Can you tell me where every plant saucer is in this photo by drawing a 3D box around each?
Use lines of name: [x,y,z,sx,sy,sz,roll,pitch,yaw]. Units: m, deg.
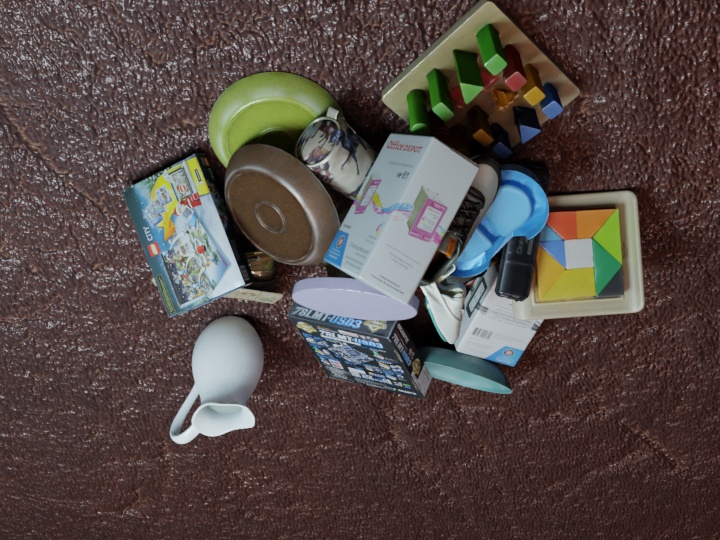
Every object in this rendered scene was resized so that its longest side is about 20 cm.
plant saucer: [-0.118,-0.186,1.247,0.198,0.031,0.201,-1,134,-1]
plant saucer: [-0.119,-0.082,1.237,0.199,0.035,0.202,23,138,22]
plant saucer: [0.171,0.170,1.534,0.198,0.036,0.200,16,168,4]

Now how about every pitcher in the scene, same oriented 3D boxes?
pitcher: [-0.245,0.186,1.476,0.170,0.201,0.121,-25,130,21]

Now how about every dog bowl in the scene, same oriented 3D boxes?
dog bowl: [0.177,-0.074,1.248,0.111,0.050,0.200,45,121,-12]

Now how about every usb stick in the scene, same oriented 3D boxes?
usb stick: [0.241,-0.055,1.303,0.055,0.033,0.202,10,92,-10]

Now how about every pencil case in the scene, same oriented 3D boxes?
pencil case: [0.003,-0.142,1.237,0.199,0.078,0.090,31,102,-42]

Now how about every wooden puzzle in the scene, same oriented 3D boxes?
wooden puzzle: [0.326,-0.023,1.334,0.198,0.037,0.187,-4,89,4]

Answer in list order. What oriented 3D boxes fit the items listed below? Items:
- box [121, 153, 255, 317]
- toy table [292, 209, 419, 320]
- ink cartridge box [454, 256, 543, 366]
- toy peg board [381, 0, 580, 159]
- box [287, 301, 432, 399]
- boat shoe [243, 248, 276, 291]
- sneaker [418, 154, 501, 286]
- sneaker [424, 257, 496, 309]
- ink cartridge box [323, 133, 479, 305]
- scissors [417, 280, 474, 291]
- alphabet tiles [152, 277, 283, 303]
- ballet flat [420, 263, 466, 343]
box: [-0.251,-0.050,1.280,0.136,0.038,0.202,-22,88,19]
toy table: [0.000,0.000,1.332,0.198,0.118,0.184,6,159,13]
ink cartridge box: [0.243,0.052,1.447,0.115,0.068,0.201,16,122,-17]
toy peg board: [0.166,-0.217,1.181,0.198,0.098,0.200,34,124,-29]
box: [0.001,0.129,1.464,0.198,0.050,0.199,9,146,30]
boat shoe: [-0.229,-0.016,1.386,0.198,0.072,0.069,6,106,2]
sneaker: [0.127,-0.061,1.171,0.074,0.079,0.201,30,100,-16]
sneaker: [0.160,-0.005,1.371,0.079,0.074,0.201,28,126,-1]
ink cartridge box: [0.051,-0.074,1.147,0.084,0.144,0.201,30,88,-24]
scissors: [0.091,0.018,1.461,0.198,0.014,0.074,5,134,-5]
alphabet tiles: [-0.228,0.032,1.391,0.198,0.008,0.167,8,173,-10]
ballet flat: [0.114,0.018,1.259,0.069,0.070,0.201,-21,112,17]
